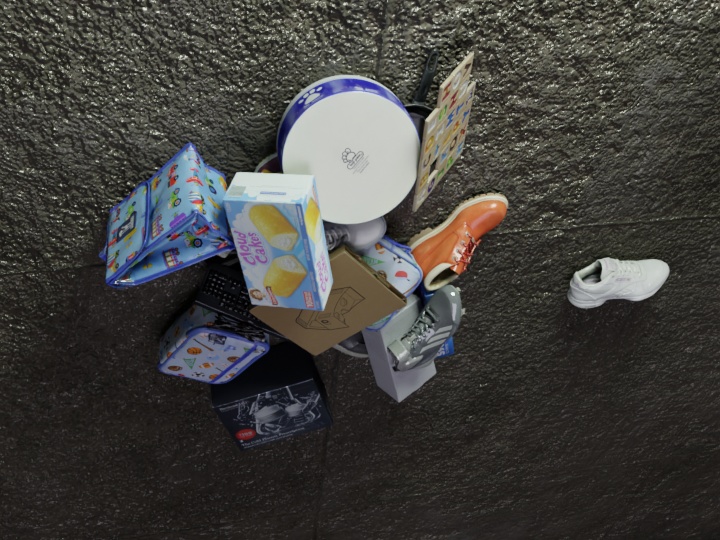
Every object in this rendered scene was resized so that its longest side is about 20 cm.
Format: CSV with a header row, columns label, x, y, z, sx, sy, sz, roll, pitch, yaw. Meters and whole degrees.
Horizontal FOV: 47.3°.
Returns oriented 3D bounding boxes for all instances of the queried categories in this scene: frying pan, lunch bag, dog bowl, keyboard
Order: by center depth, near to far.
label,x,y,z,sx,sy,sz,roll,pitch,yaw
dog bowl,-0.017,-0.169,1.166,0.200,0.079,0.200,-5,118,-9
lunch bag,-0.293,-0.064,1.191,0.200,0.151,0.094,-28,138,14
frying pan,0.067,-0.228,1.211,0.115,0.031,0.190,-13,124,-2
keyboard,-0.173,0.069,1.356,0.200,0.104,0.040,24,172,-22
lunch bag,0.000,0.000,1.373,0.200,0.076,0.160,31,102,-24
lunch bag,-0.254,0.131,1.450,0.160,0.076,0.200,21,142,-31

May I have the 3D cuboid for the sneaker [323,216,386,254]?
label,x,y,z,sx,sy,sz,roll,pitch,yaw
sneaker,-0.054,-0.047,1.265,0.200,0.071,0.073,-14,103,-6

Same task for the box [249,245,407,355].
label,x,y,z,sx,sy,sz,roll,pitch,yaw
box,-0.050,0.054,1.317,0.200,0.021,0.163,-31,130,24

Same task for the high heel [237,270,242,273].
label,x,y,z,sx,sy,sz,roll,pitch,yaw
high heel,-0.129,0.022,1.408,0.200,0.067,0.096,-2,150,4

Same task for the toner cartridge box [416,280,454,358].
label,x,y,z,sx,sy,sz,roll,pitch,yaw
toner cartridge box,0.136,0.068,1.521,0.043,0.095,0.200,-15,140,-2

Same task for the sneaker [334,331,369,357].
label,x,y,z,sx,sy,sz,roll,pitch,yaw
sneaker,-0.011,0.095,1.519,0.200,0.075,0.106,18,131,-32

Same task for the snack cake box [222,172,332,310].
label,x,y,z,sx,sy,sz,roll,pitch,yaw
snack cake box,-0.112,-0.039,1.162,0.115,0.067,0.200,3,133,13

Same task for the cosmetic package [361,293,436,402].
label,x,y,z,sx,sy,sz,roll,pitch,yaw
cosmetic package,0.069,0.136,1.526,0.101,0.071,0.200,-34,132,-24

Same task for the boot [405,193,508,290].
label,x,y,z,sx,sy,sz,roll,pitch,yaw
boot,0.176,-0.046,1.396,0.200,0.107,0.075,-36,134,21

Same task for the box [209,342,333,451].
label,x,y,z,sx,sy,sz,roll,pitch,yaw
box,-0.175,0.247,1.619,0.200,0.104,0.182,-17,139,1

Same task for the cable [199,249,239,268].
label,x,y,z,sx,sy,sz,roll,pitch,yaw
cable,-0.167,-0.048,1.342,0.200,0.050,0.097,-23,132,23

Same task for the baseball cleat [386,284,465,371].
label,x,y,z,sx,sy,sz,roll,pitch,yaw
baseball cleat,0.108,0.111,1.415,0.106,0.070,0.200,-16,140,-34

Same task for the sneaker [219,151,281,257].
label,x,y,z,sx,sy,sz,roll,pitch,yaw
sneaker,-0.150,-0.096,1.245,0.200,0.090,0.075,-38,135,25

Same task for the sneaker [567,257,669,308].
label,x,y,z,sx,sy,sz,roll,pitch,yaw
sneaker,0.502,0.015,1.590,0.200,0.075,0.100,-16,141,0

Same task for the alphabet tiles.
label,x,y,z,sx,sy,sz,roll,pitch,yaw
alphabet tiles,0.125,-0.204,1.181,0.008,0.167,0.200,25,141,17
